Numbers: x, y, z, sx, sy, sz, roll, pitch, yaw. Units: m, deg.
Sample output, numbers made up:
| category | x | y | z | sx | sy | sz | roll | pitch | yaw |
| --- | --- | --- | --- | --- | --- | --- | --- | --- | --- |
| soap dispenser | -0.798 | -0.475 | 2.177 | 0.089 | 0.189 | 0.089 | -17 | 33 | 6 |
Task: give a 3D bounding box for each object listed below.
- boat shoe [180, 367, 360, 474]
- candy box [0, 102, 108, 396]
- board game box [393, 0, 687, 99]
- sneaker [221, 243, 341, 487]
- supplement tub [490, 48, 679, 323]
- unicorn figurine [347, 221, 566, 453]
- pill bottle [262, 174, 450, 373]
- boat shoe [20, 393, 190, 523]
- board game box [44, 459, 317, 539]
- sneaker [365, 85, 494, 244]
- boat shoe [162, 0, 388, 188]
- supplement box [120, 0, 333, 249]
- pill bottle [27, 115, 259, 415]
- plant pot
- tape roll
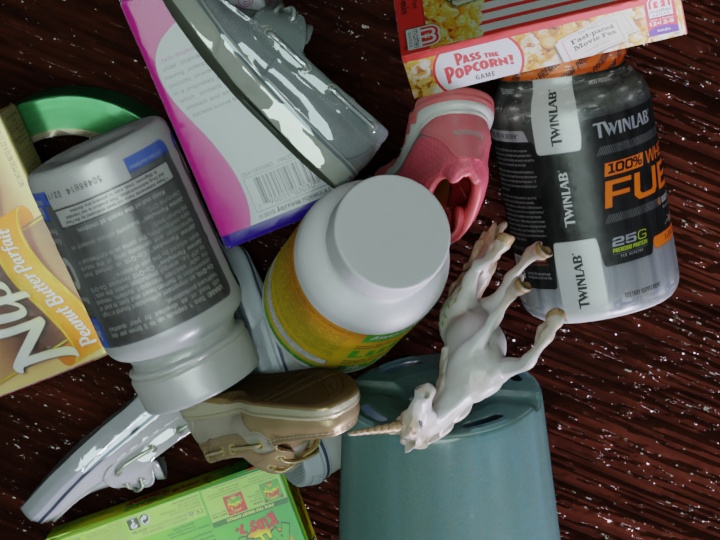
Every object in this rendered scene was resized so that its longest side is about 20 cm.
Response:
| category | x | y | z | sx | sy | sz | roll | pitch | yaw |
| --- | --- | --- | --- | --- | --- | --- | --- | --- | --- |
| boat shoe | -0.060 | 0.116 | 1.656 | 0.074 | 0.200 | 0.069 | -24 | 101 | -32 |
| candy box | -0.277 | -0.011 | 1.690 | 0.115 | 0.055 | 0.201 | -21 | 102 | 9 |
| board game box | 0.123 | -0.211 | 1.613 | 0.199 | 0.152 | 0.046 | -13 | 137 | 7 |
| sneaker | -0.060 | 0.068 | 1.743 | 0.071 | 0.073 | 0.201 | -23 | 91 | -30 |
| supplement tub | 0.164 | -0.071 | 1.657 | 0.122 | 0.123 | 0.201 | -10 | 104 | 7 |
| unicorn figurine | 0.080 | 0.051 | 1.576 | 0.074 | 0.200 | 0.137 | 39 | 114 | -4 |
| pill bottle | 0.000 | 0.000 | 1.597 | 0.111 | 0.200 | 0.111 | 3 | 74 | -12 |
| boat shoe | -0.179 | 0.143 | 1.760 | 0.200 | 0.074 | 0.067 | -42 | 95 | 12 |
| board game box | -0.139 | 0.223 | 1.780 | 0.199 | 0.048 | 0.102 | -20 | 97 | 5 |
| sneaker | 0.047 | -0.047 | 1.649 | 0.073 | 0.087 | 0.200 | 5 | 145 | -13 |
| boat shoe | -0.061 | -0.150 | 1.587 | 0.072 | 0.070 | 0.201 | -44 | 97 | -6 |
| supplement box | -0.089 | -0.135 | 1.671 | 0.101 | 0.103 | 0.201 | -20 | 103 | 9 |
| pill bottle | -0.156 | -0.002 | 1.653 | 0.113 | 0.114 | 0.201 | -22 | 101 | 9 |
| plant pot | 0.065 | 0.179 | 1.674 | 0.199 | 0.200 | 0.197 | -3 | 112 | 5 |
| tape roll | -0.218 | -0.041 | 1.731 | 0.200 | 0.048 | 0.201 | 1 | 104 | 4 |
